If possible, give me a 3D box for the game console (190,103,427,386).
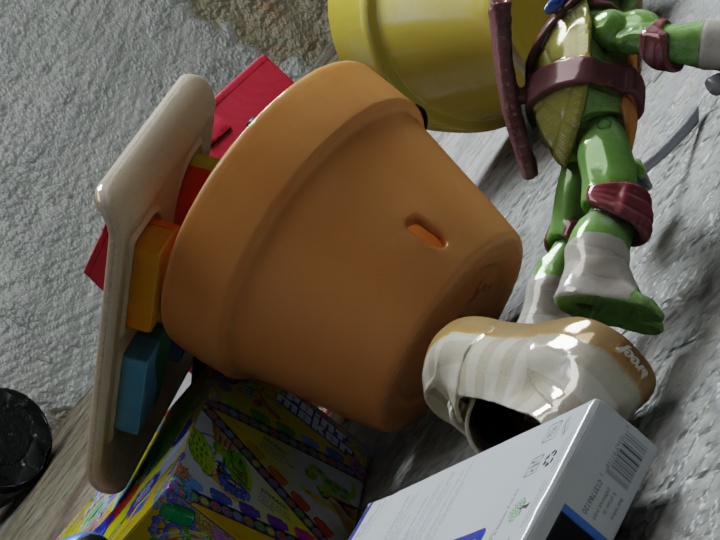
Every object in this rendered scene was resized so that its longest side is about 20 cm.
[{"bbox_3d":[-0.036,0.003,1.138,0.177,0.115,0.201,-74,-4,-48],"label":"game console"}]

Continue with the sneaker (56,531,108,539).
[{"bbox_3d":[-0.109,0.218,0.854,0.078,0.070,0.201,-32,63,31],"label":"sneaker"}]

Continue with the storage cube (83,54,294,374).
[{"bbox_3d":[-0.085,-0.026,1.361,0.200,0.180,0.171,-45,-4,-31],"label":"storage cube"}]

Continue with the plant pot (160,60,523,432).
[{"bbox_3d":[0.000,0.000,0.992,0.200,0.140,0.201,-45,-22,-24],"label":"plant pot"}]

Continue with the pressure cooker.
[{"bbox_3d":[-0.597,0.293,2.702,0.200,0.175,0.180,-39,40,55],"label":"pressure cooker"}]

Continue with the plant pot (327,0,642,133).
[{"bbox_3d":[0.103,-0.198,1.259,0.201,0.201,0.189,-54,26,-10],"label":"plant pot"}]

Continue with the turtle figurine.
[{"bbox_3d":[0.150,-0.052,0.823,0.143,0.199,0.195,-6,63,45],"label":"turtle figurine"}]

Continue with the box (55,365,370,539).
[{"bbox_3d":[-0.108,0.184,1.030,0.200,0.122,0.193,-48,10,20],"label":"box"}]

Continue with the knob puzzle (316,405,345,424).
[{"bbox_3d":[-0.030,0.079,1.299,0.220,0.030,0.220,-49,10,12],"label":"knob puzzle"}]

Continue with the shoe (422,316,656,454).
[{"bbox_3d":[0.068,0.061,0.805,0.053,0.070,0.200,-52,9,-17],"label":"shoe"}]

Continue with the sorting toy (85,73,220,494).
[{"bbox_3d":[-0.119,0.007,1.026,0.185,0.036,0.201,-67,-15,-59],"label":"sorting toy"}]

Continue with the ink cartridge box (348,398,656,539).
[{"bbox_3d":[0.040,0.126,0.729,0.100,0.039,0.200,-58,13,-31],"label":"ink cartridge box"}]
